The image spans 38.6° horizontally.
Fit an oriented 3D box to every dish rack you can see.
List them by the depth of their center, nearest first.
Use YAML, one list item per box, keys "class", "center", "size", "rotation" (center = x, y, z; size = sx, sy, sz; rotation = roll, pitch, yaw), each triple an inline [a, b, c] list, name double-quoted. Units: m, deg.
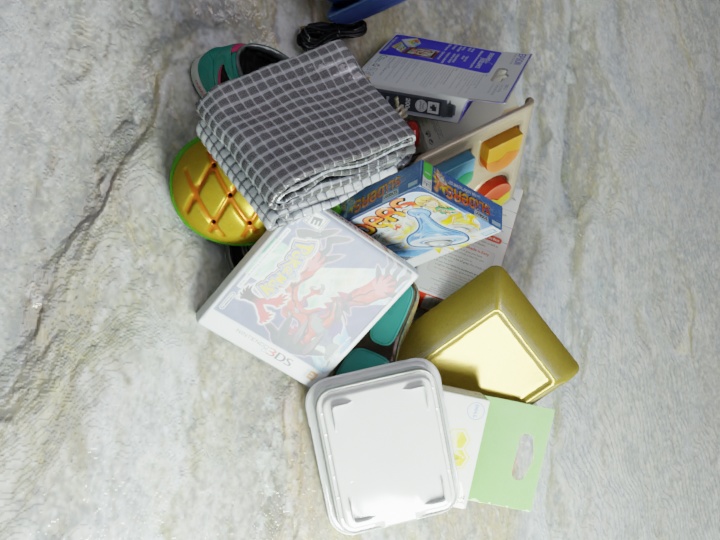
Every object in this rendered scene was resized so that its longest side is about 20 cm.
- class: "dish rack"
  center: [0.032, 0.219, 1.249]
  size: [0.171, 0.044, 0.201]
  rotation: [-12, 97, -9]

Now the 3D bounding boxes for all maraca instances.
- class: "maraca"
  center: [-0.120, -0.095, 1.181]
  size: [0.199, 0.107, 0.138]
  rotation: [2, 108, 2]

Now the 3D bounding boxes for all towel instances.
- class: "towel"
  center: [-0.055, -0.151, 1.105]
  size: [0.200, 0.086, 0.166]
  rotation: [-27, 60, -25]

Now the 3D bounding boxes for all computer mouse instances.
- class: "computer mouse"
  center: [-0.017, -0.236, 1.359]
  size: [0.109, 0.044, 0.201]
  rotation: [-13, 89, -40]

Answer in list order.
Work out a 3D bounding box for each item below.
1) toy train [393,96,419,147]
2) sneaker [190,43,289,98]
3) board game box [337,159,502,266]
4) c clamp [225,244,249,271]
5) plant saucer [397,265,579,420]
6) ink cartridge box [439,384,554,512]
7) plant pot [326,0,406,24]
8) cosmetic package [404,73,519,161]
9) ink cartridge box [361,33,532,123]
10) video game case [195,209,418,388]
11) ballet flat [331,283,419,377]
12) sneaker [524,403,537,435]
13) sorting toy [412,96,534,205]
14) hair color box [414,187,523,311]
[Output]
- class: "toy train"
  center: [0.031, -0.122, 1.230]
  size: [0.084, 0.200, 0.116]
  rotation: [-3, 83, -5]
- class: "sneaker"
  center: [-0.105, -0.193, 1.231]
  size: [0.200, 0.121, 0.084]
  rotation: [50, 56, -18]
- class: "board game box"
  center: [0.048, -0.054, 1.206]
  size: [0.135, 0.200, 0.035]
  rotation: [25, 58, -34]
- class: "c clamp"
  center: [-0.076, -0.032, 1.288]
  size: [0.200, 0.027, 0.172]
  rotation: [27, 71, -33]
- class: "plant saucer"
  center: [0.158, 0.126, 1.339]
  size: [0.200, 0.200, 0.048]
  rotation: [50, 12, -18]
- class: "ink cartridge box"
  center: [0.144, 0.229, 1.311]
  size: [0.199, 0.048, 0.146]
  rotation: [12, 94, -5]
- class: "plant pot"
  center: [0.012, -0.445, 1.319]
  size: [0.180, 0.199, 0.200]
  rotation: [49, 46, -29]
- class: "cosmetic package"
  center: [0.118, -0.205, 1.420]
  size: [0.200, 0.105, 0.071]
  rotation: [-23, 94, -37]
- class: "ink cartridge box"
  center: [0.109, -0.249, 1.339]
  size: [0.198, 0.199, 0.044]
  rotation: [-56, 153, -55]
- class: "video game case"
  center: [-0.061, 0.029, 1.201]
  size: [0.182, 0.200, 0.023]
  rotation: [33, 18, -28]
- class: "ballet flat"
  center: [0.019, 0.102, 1.304]
  size: [0.071, 0.071, 0.201]
  rotation: [30, 81, -30]
- class: "sneaker"
  center: [0.167, 0.156, 1.413]
  size: [0.085, 0.073, 0.200]
  rotation: [-36, 92, -34]
- class: "sorting toy"
  center: [0.139, -0.109, 1.299]
  size: [0.200, 0.185, 0.036]
  rotation: [-32, 61, -22]
- class: "hair color box"
  center: [0.141, -0.034, 1.403]
  size: [0.111, 0.064, 0.201]
  rotation: [20, 67, 0]
